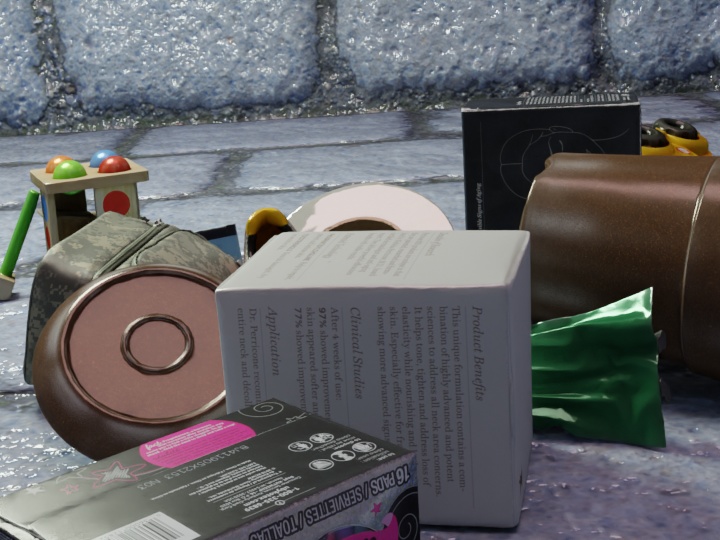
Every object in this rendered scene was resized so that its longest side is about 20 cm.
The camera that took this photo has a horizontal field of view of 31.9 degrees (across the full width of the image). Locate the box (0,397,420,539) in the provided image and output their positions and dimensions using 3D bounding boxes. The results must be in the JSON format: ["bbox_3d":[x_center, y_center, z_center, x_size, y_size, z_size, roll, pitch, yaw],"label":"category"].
[{"bbox_3d":[-0.078,0.162,0.667,0.198,0.116,0.131,-17,20,-39],"label":"box"}]

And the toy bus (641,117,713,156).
[{"bbox_3d":[0.408,-0.099,1.581,0.198,0.138,0.191,-13,30,-42],"label":"toy bus"}]

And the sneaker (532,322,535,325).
[{"bbox_3d":[0.120,0.047,1.171,0.084,0.078,0.200,-17,6,12],"label":"sneaker"}]

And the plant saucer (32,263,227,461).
[{"bbox_3d":[-0.162,0.066,1.006,0.197,0.032,0.202,4,50,-4],"label":"plant saucer"}]

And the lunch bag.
[{"bbox_3d":[-0.195,0.039,1.169,0.166,0.141,0.200,16,18,7],"label":"lunch bag"}]

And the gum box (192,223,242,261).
[{"bbox_3d":[-0.224,-0.008,1.399,0.168,0.045,0.200,-12,0,-11],"label":"gum box"}]

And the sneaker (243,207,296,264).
[{"bbox_3d":[-0.065,0.029,1.131,0.077,0.083,0.201,-21,55,-10],"label":"sneaker"}]

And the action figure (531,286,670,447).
[{"bbox_3d":[0.142,0.083,0.996,0.198,0.120,0.055,-6,-12,27],"label":"action figure"}]

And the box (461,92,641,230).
[{"bbox_3d":[0.217,-0.093,1.425,0.194,0.203,0.124,-1,12,9],"label":"box"}]

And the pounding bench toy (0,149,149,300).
[{"bbox_3d":[-0.360,-0.056,1.524,0.197,0.158,0.124,-10,15,-22],"label":"pounding bench toy"}]

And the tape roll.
[{"bbox_3d":[0.000,0.000,1.221,0.200,0.037,0.205,-8,50,9],"label":"tape roll"}]

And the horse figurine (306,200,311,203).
[{"bbox_3d":[0.011,-0.025,1.450,0.133,0.050,0.199,49,23,18],"label":"horse figurine"}]

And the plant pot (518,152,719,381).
[{"bbox_3d":[0.247,-0.012,1.064,0.196,0.203,0.200,9,18,27],"label":"plant pot"}]

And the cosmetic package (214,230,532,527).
[{"bbox_3d":[0.019,0.070,0.897,0.197,0.170,0.166,0,14,12],"label":"cosmetic package"}]
